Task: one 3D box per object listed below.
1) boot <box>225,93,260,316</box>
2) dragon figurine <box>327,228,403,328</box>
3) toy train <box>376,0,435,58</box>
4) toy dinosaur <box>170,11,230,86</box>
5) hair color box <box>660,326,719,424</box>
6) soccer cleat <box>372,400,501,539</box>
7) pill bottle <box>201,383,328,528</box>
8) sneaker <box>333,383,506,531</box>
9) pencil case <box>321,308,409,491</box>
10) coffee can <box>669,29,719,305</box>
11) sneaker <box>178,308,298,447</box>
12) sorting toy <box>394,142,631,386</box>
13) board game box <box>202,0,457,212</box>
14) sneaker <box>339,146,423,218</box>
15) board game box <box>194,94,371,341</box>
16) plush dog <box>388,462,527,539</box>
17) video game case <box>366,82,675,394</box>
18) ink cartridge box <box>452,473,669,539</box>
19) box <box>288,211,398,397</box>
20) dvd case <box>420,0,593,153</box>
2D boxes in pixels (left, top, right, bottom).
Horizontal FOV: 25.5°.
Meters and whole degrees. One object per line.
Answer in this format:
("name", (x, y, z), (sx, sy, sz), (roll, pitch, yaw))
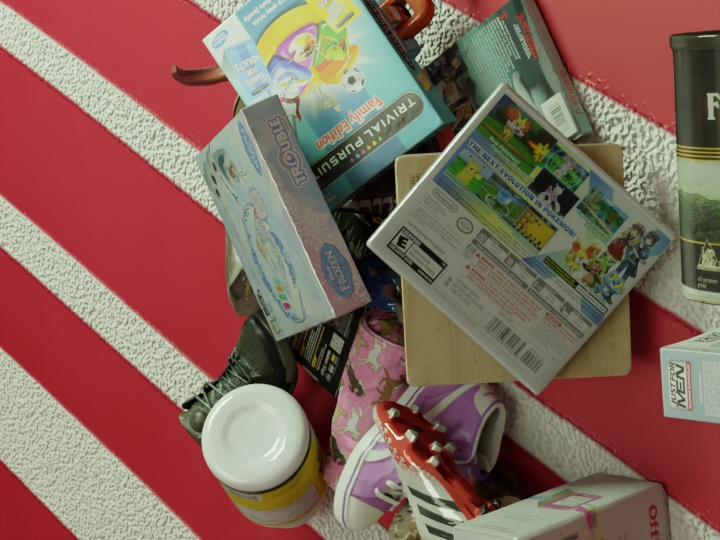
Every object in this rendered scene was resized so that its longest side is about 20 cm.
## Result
("boot", (-0.108, -0.077, 1.634), (0.201, 0.063, 0.188), (-91, 9, -51))
("dragon figurine", (0.000, 0.000, 1.508), (0.098, 0.059, 0.201), (12, 152, 8))
("toy train", (0.025, -0.307, 1.496), (0.150, 0.055, 0.201), (-33, 72, 21))
("toy dinosaur", (-0.051, -0.199, 1.564), (0.180, 0.200, 0.106), (12, 133, 33))
("hair color box", (0.347, 0.087, 1.253), (0.199, 0.098, 0.061), (4, 103, 45))
("soccer cleat", (0.068, 0.206, 1.466), (0.200, 0.068, 0.085), (48, 119, 22))
("pill bottle", (-0.093, 0.203, 1.663), (0.112, 0.112, 0.200), (52, 171, 24))
("sneaker", (0.061, 0.188, 1.533), (0.201, 0.072, 0.114), (-54, 50, 6))
("pencil case", (0.021, 0.139, 1.611), (0.086, 0.082, 0.202), (32, 119, 32))
("coffee can", (0.314, -0.084, 1.217), (0.145, 0.146, 0.202), (4, 102, 45))
("sneaker", (-0.131, 0.128, 1.703), (0.076, 0.114, 0.200), (49, 148, 24))
("sorting toy", (0.134, -0.008, 1.411), (0.196, 0.070, 0.203), (-3, 97, 2))
("board game box", (-0.030, -0.176, 1.470), (0.150, 0.047, 0.201), (-36, 86, 21))
("sneaker", (0.053, -0.103, 1.508), (0.198, 0.075, 0.117), (11, 91, 33))
("board game box", (-0.077, -0.042, 1.476), (0.202, 0.043, 0.199), (66, 161, 0))
("plush dog", (0.114, 0.283, 1.521), (0.171, 0.160, 0.201), (-35, 72, 18))
("video game case", (0.137, -0.026, 1.363), (0.200, 0.022, 0.183), (41, 96, -2))
("ink cartridge box", (0.182, 0.273, 1.393), (0.084, 0.199, 0.146), (2, 100, 49))
("box", (-0.032, 0.006, 1.661), (0.160, 0.049, 0.202), (41, 126, 35))
("dvd case", (0.117, -0.147, 1.495), (0.200, 0.022, 0.147), (-35, 74, 45))
